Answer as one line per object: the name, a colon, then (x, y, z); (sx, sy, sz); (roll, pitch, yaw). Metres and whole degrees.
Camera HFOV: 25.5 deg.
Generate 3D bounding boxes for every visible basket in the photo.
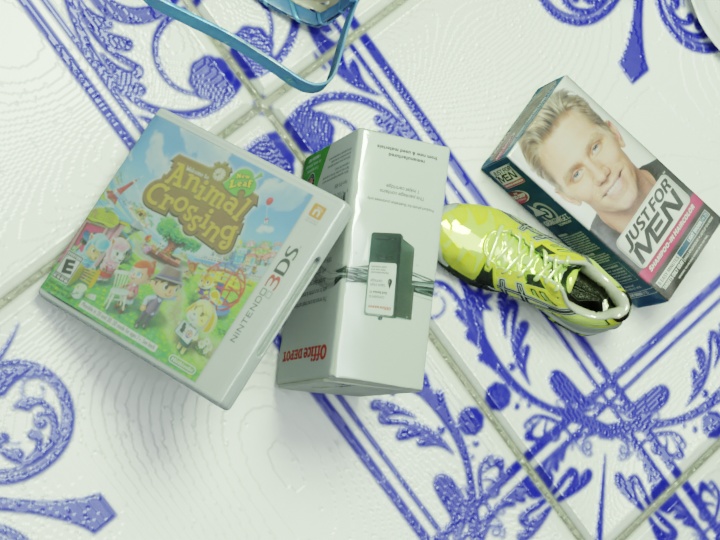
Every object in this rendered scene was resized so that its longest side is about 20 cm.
basket: (-0.075, -0.262, 1.305); (0.176, 0.139, 0.201); (28, 66, -15)

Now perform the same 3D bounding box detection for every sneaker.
sneaker: (0.152, -0.008, 1.388); (0.199, 0.076, 0.076); (23, 78, -14)

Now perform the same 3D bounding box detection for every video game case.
video game case: (-0.131, -0.014, 1.245); (0.199, 0.022, 0.183); (28, 80, 28)

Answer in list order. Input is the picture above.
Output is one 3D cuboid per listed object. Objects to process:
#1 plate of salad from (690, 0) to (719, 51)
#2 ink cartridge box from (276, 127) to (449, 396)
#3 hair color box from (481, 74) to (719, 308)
plate of salad: (0.403, -0.282, 1.524); (0.198, 0.048, 0.202); (2, 83, -18)
ink cartridge box: (0.000, 0.000, 1.298); (0.082, 0.146, 0.202); (10, 81, -19)
hair color box: (0.217, -0.069, 1.427); (0.200, 0.060, 0.100); (40, 72, -10)
